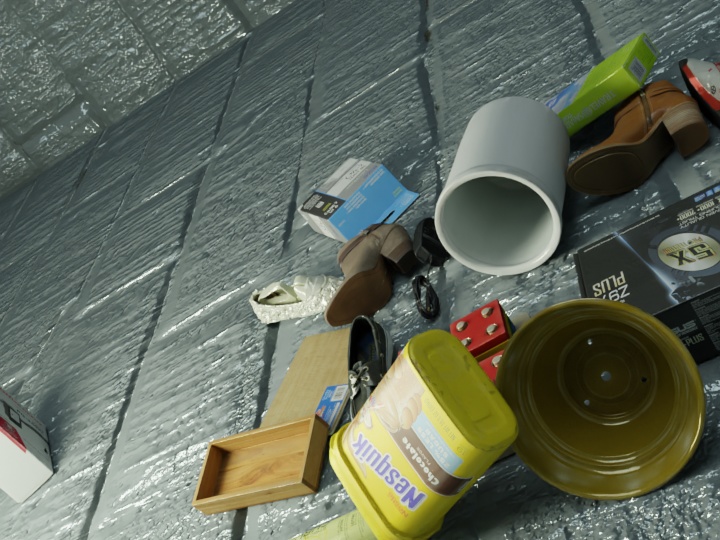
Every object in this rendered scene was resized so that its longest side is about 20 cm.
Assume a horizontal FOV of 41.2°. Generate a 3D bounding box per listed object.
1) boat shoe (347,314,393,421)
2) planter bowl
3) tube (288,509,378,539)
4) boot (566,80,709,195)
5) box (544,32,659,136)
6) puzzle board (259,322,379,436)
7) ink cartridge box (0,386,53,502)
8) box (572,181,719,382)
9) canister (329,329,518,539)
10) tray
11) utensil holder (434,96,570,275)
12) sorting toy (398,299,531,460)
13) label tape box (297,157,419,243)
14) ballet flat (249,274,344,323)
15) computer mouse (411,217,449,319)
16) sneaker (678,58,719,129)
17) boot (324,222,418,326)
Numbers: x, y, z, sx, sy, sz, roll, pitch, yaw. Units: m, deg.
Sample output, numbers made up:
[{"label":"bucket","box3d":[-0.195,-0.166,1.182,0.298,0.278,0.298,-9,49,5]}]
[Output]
[{"label":"boat shoe","box3d":[0.008,0.142,1.273,0.068,0.057,0.201,-27,35,20]},{"label":"planter bowl","box3d":[0.239,0.116,0.948,0.199,0.202,0.083,-24,2,25]},{"label":"tube","box3d":[-0.039,0.318,1.092,0.199,0.052,0.058,-31,-13,26]},{"label":"boot","box3d":[0.366,-0.191,1.320,0.198,0.077,0.156,-28,30,15]},{"label":"box","box3d":[0.343,-0.261,1.431,0.199,0.048,0.122,-34,13,45]},{"label":"puzzle board","box3d":[-0.059,0.164,1.380,0.149,0.017,0.201,-14,37,38]},{"label":"ink cartridge box","box3d":[-0.644,0.306,1.738,0.083,0.146,0.200,-42,27,-5]},{"label":"box","box3d":[0.344,0.014,1.033,0.198,0.086,0.165,-27,30,22]},{"label":"canister","box3d":[0.061,0.175,0.988,0.086,0.149,0.201,-15,-31,-40]},{"label":"tray","box3d":[-0.135,0.263,1.287,0.198,0.037,0.100,-20,43,33]},{"label":"utensil holder","box3d":[0.204,-0.121,1.325,0.168,0.171,0.201,-20,30,32]},{"label":"sorting toy","box3d":[0.120,0.140,1.135,0.198,0.070,0.200,-30,29,17]},{"label":"label tape box","box3d":[-0.007,-0.122,1.691,0.144,0.063,0.199,-46,28,-12]},{"label":"ballet flat","box3d":[-0.106,0.042,1.566,0.198,0.072,0.072,-17,34,35]},{"label":"computer mouse","box3d":[0.098,-0.003,1.406,0.034,0.058,0.201,-45,23,39]},{"label":"sneaker","box3d":[0.499,-0.243,1.252,0.107,0.067,0.202,-30,32,14]},{"label":"boot","box3d":[0.000,0.000,1.493,0.199,0.071,0.146,-36,28,-14]}]
